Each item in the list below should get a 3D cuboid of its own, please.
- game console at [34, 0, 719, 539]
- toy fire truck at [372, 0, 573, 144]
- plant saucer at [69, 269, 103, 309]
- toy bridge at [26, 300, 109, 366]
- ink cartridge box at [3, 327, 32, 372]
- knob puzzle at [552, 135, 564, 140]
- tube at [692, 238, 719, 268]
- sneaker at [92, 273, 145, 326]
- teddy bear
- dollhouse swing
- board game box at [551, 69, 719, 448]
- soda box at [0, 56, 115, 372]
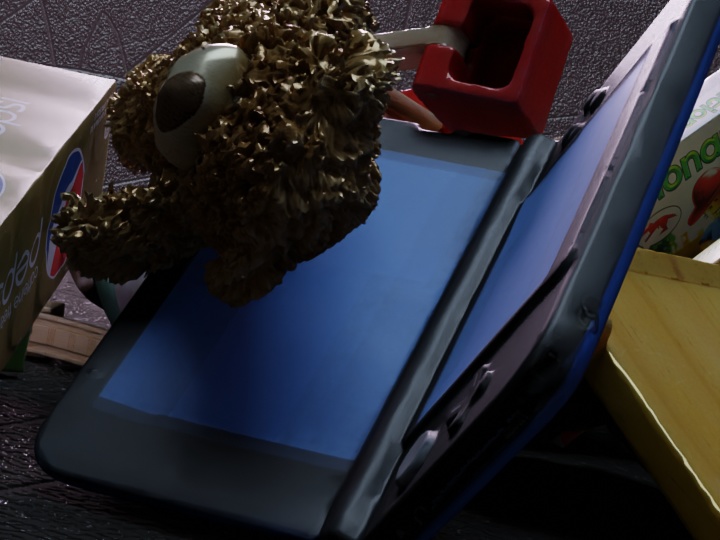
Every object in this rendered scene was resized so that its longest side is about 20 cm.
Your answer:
[{"bbox_3d":[0.009,-0.016,0.522,0.118,0.200,0.171,32,-42,-3],"label":"game console"},{"bbox_3d":[0.005,-0.066,0.709,0.199,0.049,0.141,7,-22,30],"label":"toy fire truck"},{"bbox_3d":[-0.061,0.016,0.825,0.199,0.035,0.200,14,-13,3],"label":"plant saucer"},{"bbox_3d":[-0.070,0.048,0.796,0.199,0.027,0.067,12,3,2],"label":"toy bridge"},{"bbox_3d":[-0.261,-0.014,0.737,0.199,0.076,0.148,13,3,36],"label":"ink cartridge box"},{"bbox_3d":[0.065,-0.025,0.900,0.219,0.031,0.220,-23,-8,-3],"label":"knob puzzle"},{"bbox_3d":[0.214,-0.015,0.819,0.052,0.058,0.200,22,22,32],"label":"tube"},{"bbox_3d":[-0.028,0.010,0.664,0.139,0.078,0.200,-25,20,-10],"label":"sneaker"},{"bbox_3d":[-0.049,-0.061,0.572,0.067,0.145,0.200,53,18,-23],"label":"teddy bear"},{"bbox_3d":[0.124,0.091,0.700,0.199,0.177,0.182,9,-38,-41],"label":"dollhouse swing"},{"bbox_3d":[0.157,-0.012,0.879,0.035,0.200,0.127,35,-25,50],"label":"board game box"},{"bbox_3d":[-0.144,-0.013,0.586,0.064,0.068,0.200,12,25,2],"label":"soda box"}]
